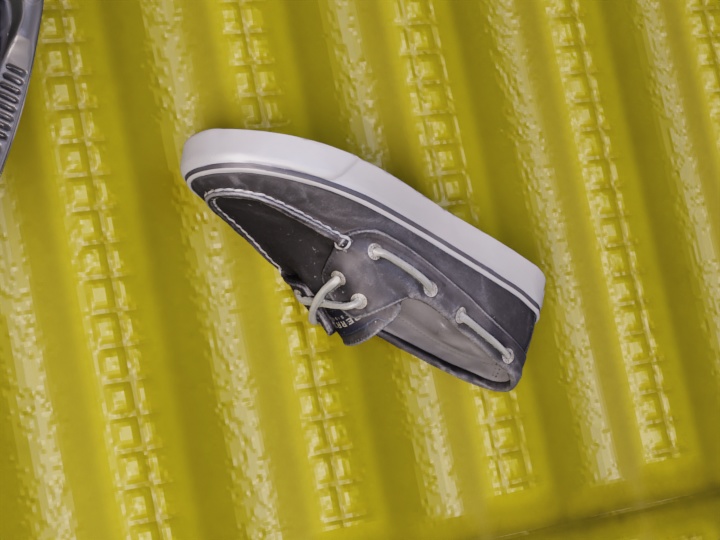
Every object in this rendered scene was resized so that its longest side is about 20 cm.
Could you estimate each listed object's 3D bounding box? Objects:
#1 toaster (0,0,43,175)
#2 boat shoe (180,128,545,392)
[{"bbox_3d":[-0.203,-0.063,0.765,0.113,0.129,0.202,24,67,-24],"label":"toaster"},{"bbox_3d":[0.000,0.000,0.909,0.199,0.071,0.068,28,63,-30],"label":"boat shoe"}]
